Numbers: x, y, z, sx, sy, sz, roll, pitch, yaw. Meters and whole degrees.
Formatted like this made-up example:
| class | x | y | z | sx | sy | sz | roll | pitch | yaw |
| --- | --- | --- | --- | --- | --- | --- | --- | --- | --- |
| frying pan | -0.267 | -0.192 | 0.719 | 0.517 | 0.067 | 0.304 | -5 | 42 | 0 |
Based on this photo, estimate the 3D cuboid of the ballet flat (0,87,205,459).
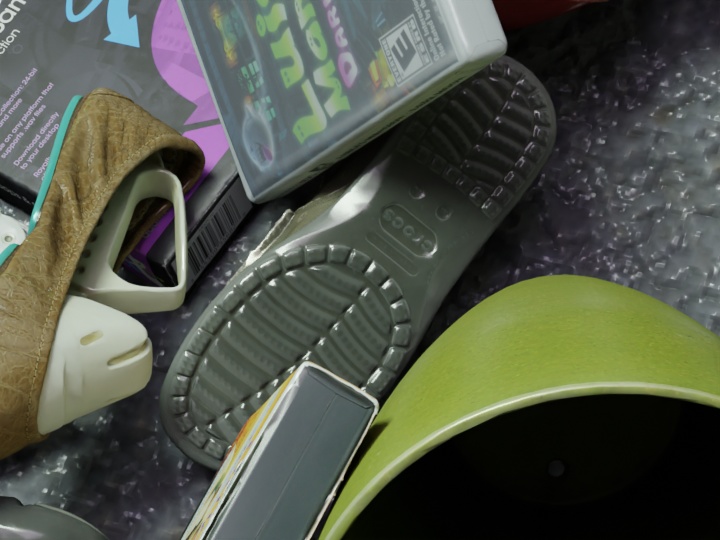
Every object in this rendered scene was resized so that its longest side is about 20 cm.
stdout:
| class | x | y | z | sx | sy | sz | roll | pitch | yaw |
| --- | --- | --- | --- | --- | --- | --- | --- | --- | --- |
| ballet flat | -0.105 | 0.009 | 0.843 | 0.072 | 0.068 | 0.201 | 15 | 44 | 5 |

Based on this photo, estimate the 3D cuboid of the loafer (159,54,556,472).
| class | x | y | z | sx | sy | sz | roll | pitch | yaw |
| --- | --- | --- | --- | --- | --- | --- | --- | --- | --- |
| loafer | 0.000 | 0.000 | 0.880 | 0.200 | 0.070 | 0.075 | -45 | 96 | -3 |

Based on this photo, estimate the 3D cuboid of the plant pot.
| class | x | y | z | sx | sy | sz | roll | pitch | yaw |
| --- | --- | --- | --- | --- | --- | --- | --- | --- | --- |
| plant pot | 0.071 | 0.082 | 0.731 | 0.185 | 0.189 | 0.200 | -13 | 21 | 5 |

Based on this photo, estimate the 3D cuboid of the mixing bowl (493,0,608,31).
| class | x | y | z | sx | sy | sz | roll | pitch | yaw |
| --- | --- | --- | --- | --- | --- | --- | --- | --- | --- |
| mixing bowl | 0.021 | -0.172 | 0.919 | 0.108 | 0.199 | 0.202 | -35 | 46 | 41 |

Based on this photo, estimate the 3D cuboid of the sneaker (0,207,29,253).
| class | x | y | z | sx | sy | sz | roll | pitch | yaw |
| --- | --- | --- | --- | --- | --- | --- | --- | --- | --- |
| sneaker | -0.175 | -0.013 | 0.920 | 0.099 | 0.075 | 0.202 | -15 | 72 | -3 |

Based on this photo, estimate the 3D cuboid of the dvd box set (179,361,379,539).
| class | x | y | z | sx | sy | sz | roll | pitch | yaw |
| --- | --- | --- | --- | --- | --- | --- | --- | --- | --- |
| dvd box set | -0.052 | 0.109 | 0.735 | 0.029 | 0.200 | 0.147 | 29 | 79 | -2 |

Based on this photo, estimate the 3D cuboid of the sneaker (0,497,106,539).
| class | x | y | z | sx | sy | sz | roll | pitch | yaw |
| --- | --- | --- | --- | --- | --- | --- | --- | --- | --- |
| sneaker | -0.193 | 0.127 | 0.830 | 0.198 | 0.076 | 0.080 | 0 | 63 | 15 |

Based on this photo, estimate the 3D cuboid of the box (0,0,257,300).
| class | x | y | z | sx | sy | sz | roll | pitch | yaw |
| --- | --- | --- | --- | --- | --- | --- | --- | --- | --- |
| box | -0.114 | -0.089 | 0.971 | 0.199 | 0.036 | 0.143 | 27 | 69 | 27 |

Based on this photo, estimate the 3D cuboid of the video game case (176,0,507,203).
| class | x | y | z | sx | sy | sz | roll | pitch | yaw |
| --- | --- | --- | --- | --- | --- | --- | --- | --- | --- |
| video game case | -0.031 | -0.143 | 0.833 | 0.023 | 0.182 | 0.202 | -18 | 85 | -30 |
